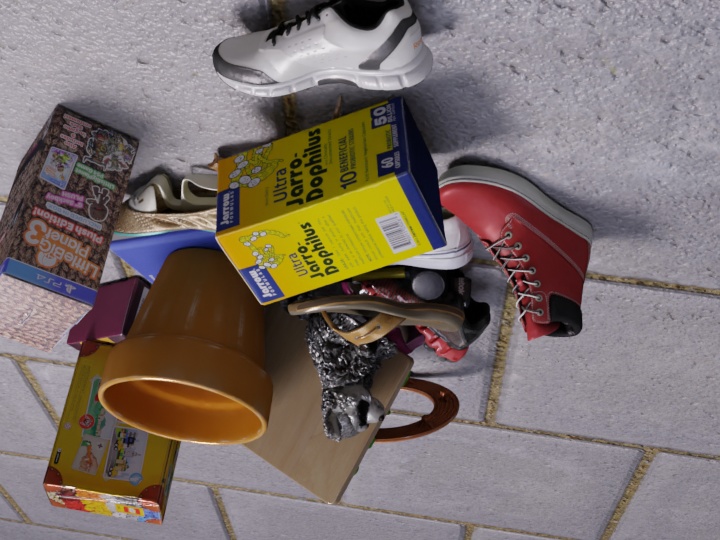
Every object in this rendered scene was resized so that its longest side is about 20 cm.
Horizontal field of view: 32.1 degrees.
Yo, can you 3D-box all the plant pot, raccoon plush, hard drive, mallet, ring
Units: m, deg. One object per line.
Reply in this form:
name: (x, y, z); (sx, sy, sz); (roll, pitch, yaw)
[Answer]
plant pot: (-0.191, 0.083, 1.475); (0.197, 0.185, 0.201); (7, 153, 4)
raccoon plush: (-0.047, 0.111, 1.469); (0.199, 0.135, 0.097); (30, 179, 31)
hard drive: (-0.189, -0.018, 1.513); (0.198, 0.026, 0.132); (-7, 148, 29)
mallet: (0.000, 0.000, 1.391); (0.197, 0.066, 0.042); (0, 121, 12)
ring: (0.034, 0.179, 1.674); (0.198, 0.200, 0.020); (1, 108, 17)

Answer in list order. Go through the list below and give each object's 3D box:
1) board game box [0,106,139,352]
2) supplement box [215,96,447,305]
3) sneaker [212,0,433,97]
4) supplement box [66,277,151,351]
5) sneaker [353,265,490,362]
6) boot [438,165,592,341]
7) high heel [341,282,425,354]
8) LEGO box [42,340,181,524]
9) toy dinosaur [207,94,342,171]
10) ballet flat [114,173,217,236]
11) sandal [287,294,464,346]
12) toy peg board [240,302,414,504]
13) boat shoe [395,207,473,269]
board game box: (-0.327, -0.040, 1.331); (0.096, 0.202, 0.159); (22, 150, -22)
supplement box: (-0.029, -0.066, 1.207); (0.198, 0.110, 0.110); (-18, 135, 14)
sneaker: (-0.038, -0.203, 1.085); (0.197, 0.074, 0.081); (-3, 136, 15)
supplement box: (-0.284, 0.099, 1.699); (0.109, 0.087, 0.200); (-10, 146, 35)
sneaker: (0.074, 0.023, 1.452); (0.200, 0.071, 0.098); (38, 125, -23)
boot: (0.154, -0.012, 1.276); (0.198, 0.146, 0.072); (26, 150, -25)
high heel: (0.013, 0.061, 1.537); (0.095, 0.068, 0.200); (-20, 144, 28)
LEGO box: (-0.303, 0.204, 1.594); (0.147, 0.202, 0.077); (10, 151, 0)
toy dinosaur: (-0.072, -0.103, 1.277); (0.198, 0.061, 0.106); (-11, 144, 35)
ballet flat: (-0.197, -0.077, 1.383); (0.197, 0.071, 0.066); (-2, 124, 17)
sandal: (0.018, 0.058, 1.377); (0.197, 0.055, 0.080); (8, 173, -11)
toy peg board: (-0.049, 0.155, 1.564); (0.198, 0.202, 0.098); (30, -179, 23)
boat shoe: (0.026, -0.045, 1.359); (0.197, 0.074, 0.067); (-1, 124, 18)
